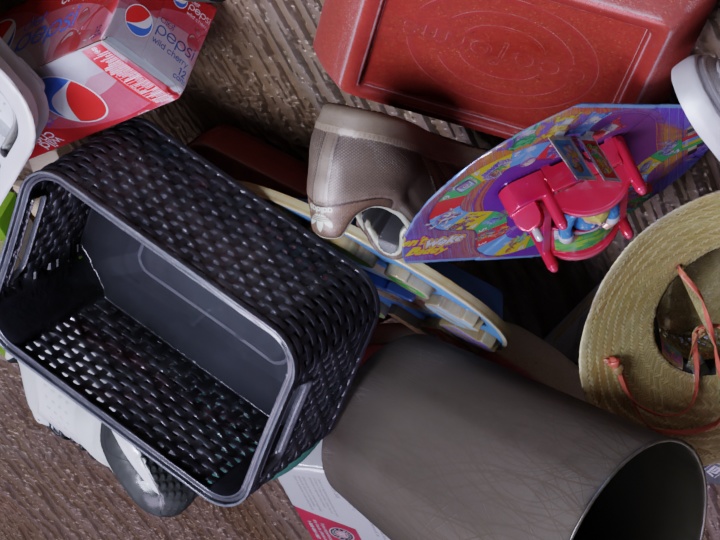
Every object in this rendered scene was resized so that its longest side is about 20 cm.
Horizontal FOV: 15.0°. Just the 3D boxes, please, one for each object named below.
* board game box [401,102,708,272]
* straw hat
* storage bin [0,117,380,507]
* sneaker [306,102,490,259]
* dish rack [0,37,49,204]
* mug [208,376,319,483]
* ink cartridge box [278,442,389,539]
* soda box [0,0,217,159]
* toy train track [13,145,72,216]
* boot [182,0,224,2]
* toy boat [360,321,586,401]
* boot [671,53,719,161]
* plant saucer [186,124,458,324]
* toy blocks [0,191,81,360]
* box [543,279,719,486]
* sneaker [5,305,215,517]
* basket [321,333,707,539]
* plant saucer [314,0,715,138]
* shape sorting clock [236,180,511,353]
[{"bbox_3d":[0.120,-0.032,1.510,0.200,0.039,0.158,-2,150,-47],"label":"board game box"},{"bbox_3d":[0.212,0.012,1.629,0.201,0.085,0.201,-5,122,-7],"label":"straw hat"},{"bbox_3d":[-0.104,0.022,1.584,0.200,0.094,0.135,34,128,16],"label":"storage bin"},{"bbox_3d":[0.031,-0.042,1.554,0.070,0.076,0.200,16,180,38],"label":"sneaker"},{"bbox_3d":[-0.263,-0.118,1.589,0.200,0.044,0.172,47,140,7],"label":"dish rack"},{"bbox_3d":[-0.097,0.057,1.746,0.185,0.152,0.114,25,-173,39],"label":"mug"},{"bbox_3d":[0.052,0.149,1.990,0.200,0.086,0.148,5,151,16],"label":"ink cartridge box"},{"bbox_3d":[-0.176,-0.120,1.608,0.063,0.070,0.200,37,147,-30],"label":"soda box"},{"bbox_3d":[-0.155,-0.018,1.756,0.115,0.033,0.200,-1,150,29],"label":"toy train track"},{"bbox_3d":[-0.166,-0.204,1.446,0.138,0.078,0.200,5,151,29],"label":"boot"},{"bbox_3d":[0.064,0.111,1.767,0.200,0.131,0.131,-4,145,46],"label":"toy boat"},{"bbox_3d":[0.255,-0.078,1.468,0.096,0.074,0.200,-32,140,26],"label":"boot"},{"bbox_3d":[-0.062,-0.023,1.776,0.199,0.037,0.200,27,150,-21],"label":"plant saucer"},{"bbox_3d":[-0.275,0.000,1.886,0.137,0.100,0.200,17,155,22],"label":"toy blocks"},{"bbox_3d":[0.210,0.066,1.791,0.158,0.048,0.200,21,153,-8],"label":"box"},{"bbox_3d":[-0.155,0.084,1.674,0.074,0.200,0.080,15,121,-42],"label":"sneaker"},{"bbox_3d":[0.084,0.131,1.611,0.200,0.136,0.180,31,132,37],"label":"basket"},{"bbox_3d":[0.078,-0.128,1.487,0.199,0.037,0.200,16,154,-1],"label":"plant saucer"},{"bbox_3d":[0.000,0.000,1.654,0.200,0.039,0.200,24,172,3],"label":"shape sorting clock"}]
